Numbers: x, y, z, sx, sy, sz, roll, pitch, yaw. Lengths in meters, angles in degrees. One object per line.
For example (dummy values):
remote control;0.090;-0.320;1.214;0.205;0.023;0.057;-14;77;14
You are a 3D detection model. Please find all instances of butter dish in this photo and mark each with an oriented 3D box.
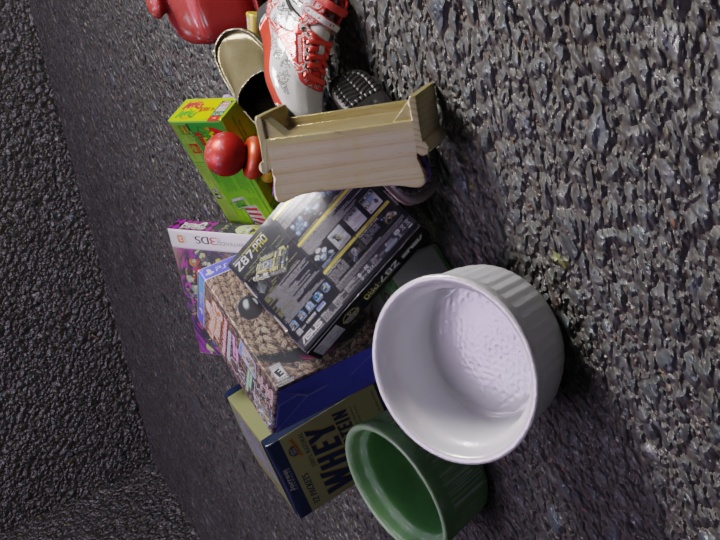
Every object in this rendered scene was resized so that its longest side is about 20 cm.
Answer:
butter dish;-0.234;-0.397;1.663;0.199;0.146;0.202;27;135;60

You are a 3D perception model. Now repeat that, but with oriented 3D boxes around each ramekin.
ramekin;0.078;0.269;1.568;0.199;0.097;0.202;38;145;34
ramekin;0.118;0.091;1.237;0.198;0.097;0.204;12;111;32

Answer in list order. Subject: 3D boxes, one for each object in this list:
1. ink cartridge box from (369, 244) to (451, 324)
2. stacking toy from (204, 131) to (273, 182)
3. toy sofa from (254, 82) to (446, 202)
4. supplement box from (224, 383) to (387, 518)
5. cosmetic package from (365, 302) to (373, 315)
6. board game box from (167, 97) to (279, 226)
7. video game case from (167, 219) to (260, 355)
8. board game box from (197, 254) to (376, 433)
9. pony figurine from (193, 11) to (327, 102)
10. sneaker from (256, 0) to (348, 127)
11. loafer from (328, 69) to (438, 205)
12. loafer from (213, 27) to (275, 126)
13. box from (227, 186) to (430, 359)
ink cartridge box;0.078;0.090;1.451;0.146;0.086;0.201;58;155;27
stacking toy;-0.098;-0.137;1.473;0.085;0.196;0.087;-175;90;-75
toy sofa;-0.010;-0.140;1.288;0.083;0.197;0.099;-46;-53;-65
supplement box;-0.066;0.222;1.741;0.200;0.198;0.136;36;153;61
cosmetic package;0.000;0.000;1.493;0.104;0.072;0.201;54;153;26
board game box;-0.162;-0.134;1.556;0.100;0.048;0.201;5;137;38
video game case;-0.169;0.030;1.632;0.179;0.036;0.203;6;119;32
board game box;-0.089;0.070;1.458;0.201;0.158;0.098;52;152;29
pony figurine;-0.120;-0.237;1.569;0.192;0.165;0.203;33;126;44
sneaker;-0.060;-0.266;1.382;0.107;0.067;0.204;-35;53;30
loafer;0.032;-0.149;1.373;0.201;0.072;0.071;60;170;30
loafer;-0.123;-0.229;1.432;0.201;0.076;0.067;54;-171;26
box;-0.040;-0.024;1.378;0.161;0.201;0.049;44;-174;24
